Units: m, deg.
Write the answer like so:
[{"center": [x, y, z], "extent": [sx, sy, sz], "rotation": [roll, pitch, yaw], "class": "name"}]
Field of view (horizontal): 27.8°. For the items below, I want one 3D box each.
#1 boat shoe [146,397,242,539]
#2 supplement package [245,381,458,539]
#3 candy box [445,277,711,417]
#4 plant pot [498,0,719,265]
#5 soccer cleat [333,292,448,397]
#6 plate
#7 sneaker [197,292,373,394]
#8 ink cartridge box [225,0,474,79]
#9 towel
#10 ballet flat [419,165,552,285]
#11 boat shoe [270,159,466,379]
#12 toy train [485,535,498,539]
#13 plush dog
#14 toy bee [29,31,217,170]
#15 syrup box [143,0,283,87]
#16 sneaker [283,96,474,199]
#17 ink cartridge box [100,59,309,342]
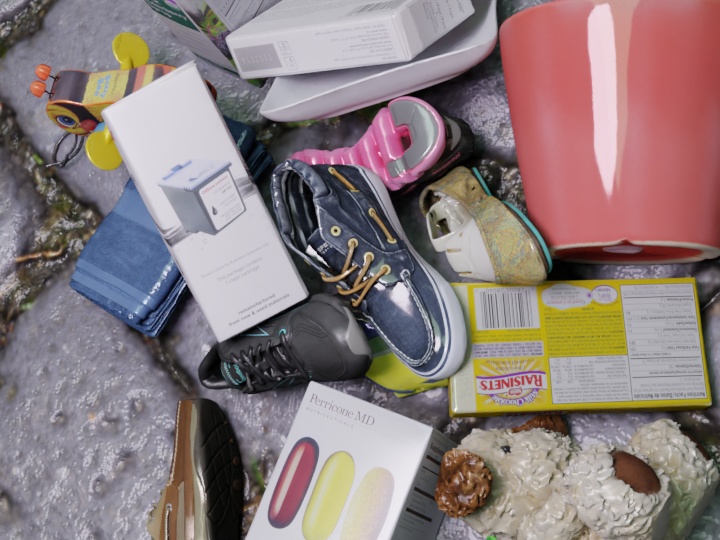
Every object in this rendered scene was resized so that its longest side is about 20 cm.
[{"center": [-0.141, 0.205, 1.187], "extent": [0.073, 0.076, 0.201], "rotation": [-12, 69, 19], "class": "boat shoe"}, {"center": [-0.013, 0.205, 1.121], "extent": [0.113, 0.110, 0.201], "rotation": [18, 80, 23], "class": "supplement package"}, {"center": [0.164, 0.058, 1.111], "extent": [0.198, 0.026, 0.103], "rotation": [-1, 74, -5], "class": "candy box"}, {"center": [0.203, -0.099, 1.105], "extent": [0.199, 0.200, 0.179], "rotation": [0, 85, 19], "class": "plant pot"}, {"center": [0.060, 0.069, 1.174], "extent": [0.199, 0.065, 0.084], "rotation": [14, 116, 14], "class": "soccer cleat"}, {"center": [0.025, -0.180, 1.212], "extent": [0.198, 0.200, 0.032], "rotation": [-16, 112, 14], "class": "plate"}, {"center": [-0.061, 0.070, 1.149], "extent": [0.079, 0.200, 0.076], "rotation": [-33, 101, -29], "class": "sneaker"}, {"center": [0.012, -0.225, 1.223], "extent": [0.199, 0.045, 0.176], "rotation": [2, 34, 44], "class": "ink cartridge box"}, {"center": [-0.169, -0.048, 1.284], "extent": [0.111, 0.049, 0.201], "rotation": [26, 82, 33], "class": "towel"}, {"center": [0.090, -0.028, 1.131], "extent": [0.071, 0.071, 0.200], "rotation": [-40, 24, 4], "class": "ballet flat"}, {"center": [0.000, 0.000, 1.104], "extent": [0.071, 0.091, 0.201], "rotation": [-48, 57, 30], "class": "boat shoe"}, {"center": [0.076, 0.249, 1.040], "extent": [0.042, 0.200, 0.057], "rotation": [-22, 66, -21], "class": "toy train"}, {"center": [0.142, 0.172, 1.052], "extent": [0.171, 0.200, 0.161], "rotation": [26, 104, 26], "class": "plush dog"}, {"center": [-0.231, -0.141, 1.273], "extent": [0.199, 0.109, 0.132], "rotation": [-29, 50, 21], "class": "toy bee"}, {"center": [-0.133, -0.244, 1.252], "extent": [0.078, 0.200, 0.082], "rotation": [26, 83, 23], "class": "syrup box"}, {"center": [0.013, -0.081, 1.222], "extent": [0.199, 0.095, 0.080], "rotation": [-22, 81, 38], "class": "sneaker"}, {"center": [-0.127, -0.057, 1.164], "extent": [0.086, 0.146, 0.201], "rotation": [-29, 100, -6], "class": "ink cartridge box"}]
